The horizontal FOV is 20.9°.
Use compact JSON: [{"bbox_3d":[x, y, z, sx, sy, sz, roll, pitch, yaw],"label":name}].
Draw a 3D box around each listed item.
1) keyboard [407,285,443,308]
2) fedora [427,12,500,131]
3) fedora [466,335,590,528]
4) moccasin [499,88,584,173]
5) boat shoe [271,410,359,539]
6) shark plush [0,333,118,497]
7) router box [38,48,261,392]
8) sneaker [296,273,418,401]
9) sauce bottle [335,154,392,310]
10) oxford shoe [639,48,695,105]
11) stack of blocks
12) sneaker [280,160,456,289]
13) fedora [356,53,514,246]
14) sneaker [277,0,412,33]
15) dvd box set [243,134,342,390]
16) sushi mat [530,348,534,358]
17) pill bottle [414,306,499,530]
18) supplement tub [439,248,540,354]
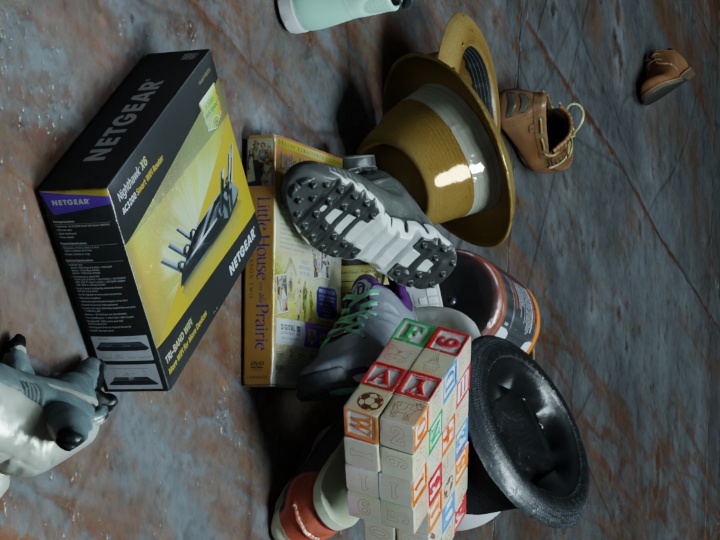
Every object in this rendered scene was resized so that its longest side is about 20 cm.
[{"bbox_3d":[0.058,0.071,1.857,0.011,0.056,0.200,-62,144,-56],"label":"keyboard"},{"bbox_3d":[0.078,-0.155,1.894,0.201,0.082,0.201,-2,90,-72],"label":"fedora"},{"bbox_3d":[0.116,0.153,1.692,0.201,0.091,0.201,44,30,-34],"label":"fedora"},{"bbox_3d":[0.222,-0.167,2.304,0.201,0.078,0.074,48,44,-61],"label":"moccasin"},{"bbox_3d":[-0.012,0.163,1.626,0.071,0.063,0.200,54,33,-10],"label":"boat shoe"},{"bbox_3d":[-0.187,0.070,1.171,0.083,0.091,0.200,56,27,2],"label":"shark plush"},{"bbox_3d":[-0.137,-0.037,1.330,0.200,0.052,0.158,-64,146,-53],"label":"router box"},{"bbox_3d":[-0.007,0.051,1.583,0.200,0.074,0.088,-15,90,-68],"label":"sneaker"},{"bbox_3d":[0.000,0.000,1.692,0.065,0.065,0.201,-16,103,-70],"label":"sauce bottle"},{"bbox_3d":[0.464,-0.306,3.038,0.071,0.071,0.200,57,24,-2],"label":"oxford shoe"},{"bbox_3d":[0.039,0.153,1.544,0.115,0.058,0.200,-55,152,-45],"label":"stack of blocks"},{"bbox_3d":[-0.005,-0.052,1.594,0.200,0.066,0.091,27,24,-46],"label":"sneaker"},{"bbox_3d":[0.055,-0.095,1.731,0.082,0.201,0.201,-25,119,-23],"label":"fedora"},{"bbox_3d":[0.001,-0.295,1.644,0.074,0.118,0.201,46,44,-59],"label":"sneaker"},{"bbox_3d":[-0.054,-0.002,1.589,0.146,0.029,0.201,11,78,-69],"label":"dvd box set"},{"bbox_3d":[0.142,0.149,1.982,0.012,0.096,0.200,48,20,-18],"label":"sushi mat"},{"bbox_3d":[0.075,0.141,1.812,0.116,0.116,0.200,-70,150,-47],"label":"pill bottle"},{"bbox_3d":[0.119,0.046,1.956,0.200,0.107,0.107,27,63,-67],"label":"supplement tub"}]
